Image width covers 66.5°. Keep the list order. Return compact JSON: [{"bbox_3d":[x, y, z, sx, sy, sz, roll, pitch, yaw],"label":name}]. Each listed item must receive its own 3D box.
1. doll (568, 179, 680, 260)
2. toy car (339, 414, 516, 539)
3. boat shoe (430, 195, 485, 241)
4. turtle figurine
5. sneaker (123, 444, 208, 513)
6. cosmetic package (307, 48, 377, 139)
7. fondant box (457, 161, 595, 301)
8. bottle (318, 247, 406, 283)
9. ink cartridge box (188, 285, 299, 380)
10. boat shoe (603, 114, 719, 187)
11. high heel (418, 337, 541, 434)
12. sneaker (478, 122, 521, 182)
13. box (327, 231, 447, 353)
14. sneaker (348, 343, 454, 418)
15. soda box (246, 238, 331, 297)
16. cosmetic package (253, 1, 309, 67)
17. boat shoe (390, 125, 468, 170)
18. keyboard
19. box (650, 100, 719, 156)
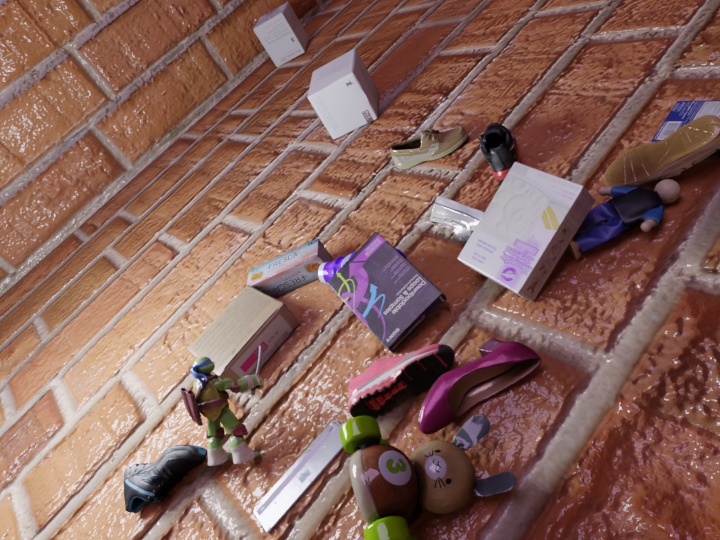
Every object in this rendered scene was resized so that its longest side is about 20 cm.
[{"bbox_3d":[0.436,-0.098,0.922,0.199,0.049,0.137,-28,38,12],"label":"doll"},{"bbox_3d":[0.094,0.269,0.723,0.199,0.158,0.165,-20,49,2],"label":"toy car"},{"bbox_3d":[0.215,-0.088,1.088,0.200,0.071,0.070,30,101,42],"label":"boat shoe"},{"bbox_3d":[-0.239,0.245,1.016,0.143,0.195,0.200,-13,-3,-4],"label":"turtle figurine"},{"bbox_3d":[-0.363,0.389,1.027,0.199,0.073,0.082,-31,47,20],"label":"sneaker"},{"bbox_3d":[-0.050,-0.559,1.737,0.164,0.165,0.201,-21,37,20],"label":"cosmetic package"},{"bbox_3d":[0.280,-0.069,0.939,0.144,0.058,0.201,35,99,45],"label":"fondant box"},{"bbox_3d":[0.000,0.000,1.154,0.199,0.065,0.084,-3,52,37],"label":"bottle"},{"bbox_3d":[-0.255,0.143,1.197,0.200,0.075,0.164,-48,39,-17],"label":"ink cartridge box"},{"bbox_3d":[0.522,-0.185,0.939,0.200,0.069,0.071,-26,53,46],"label":"boat shoe"},{"bbox_3d":[0.174,0.175,0.811,0.200,0.068,0.096,-45,26,-17],"label":"high heel"},{"bbox_3d":[0.300,-0.282,1.199,0.071,0.098,0.201,-22,37,22],"label":"sneaker"},{"bbox_3d":[0.045,0.037,1.035,0.143,0.036,0.200,-46,58,1],"label":"box"},{"bbox_3d":[0.059,0.166,0.916,0.200,0.074,0.087,-31,35,8],"label":"sneaker"},{"bbox_3d":[-0.168,0.003,1.292,0.199,0.064,0.069,-23,38,16],"label":"soda box"},{"bbox_3d":[-0.367,-1.110,2.581,0.167,0.200,0.167,-19,38,22],"label":"cosmetic package"},{"bbox_3d":[0.167,-0.316,1.371,0.199,0.066,0.074,-21,39,20],"label":"boat shoe"},{"bbox_3d":[-0.095,0.336,0.907,0.200,0.011,0.056,-46,42,-13],"label":"keyboard"},{"bbox_3d":[0.628,-0.246,0.945,0.200,0.032,0.121,18,62,50],"label":"box"}]
